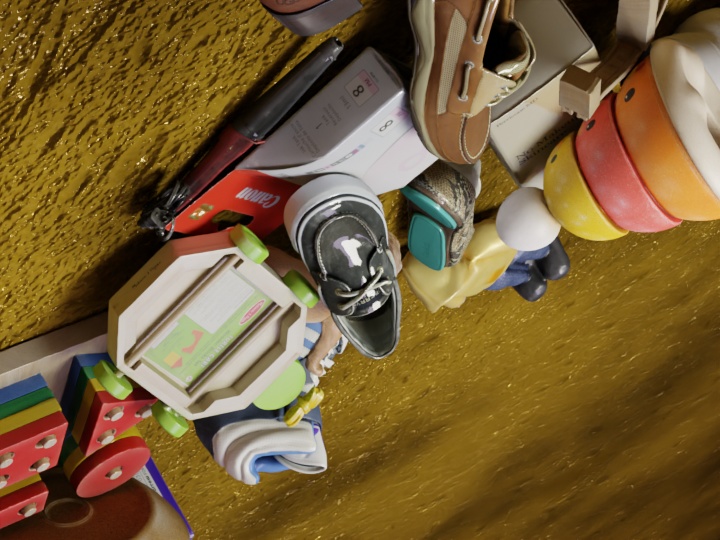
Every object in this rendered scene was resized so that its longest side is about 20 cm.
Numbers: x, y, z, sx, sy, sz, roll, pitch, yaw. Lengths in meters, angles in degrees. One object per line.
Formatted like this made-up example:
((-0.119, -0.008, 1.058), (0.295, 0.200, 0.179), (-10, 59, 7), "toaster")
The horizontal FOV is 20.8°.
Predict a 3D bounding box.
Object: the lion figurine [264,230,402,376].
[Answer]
((-0.052, 0.015, 1.546), (0.199, 0.072, 0.123), (4, 123, -54), "lion figurine")

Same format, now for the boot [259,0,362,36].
((-0.010, -0.237, 1.114), (0.187, 0.069, 0.200), (-29, 153, 8), "boot")

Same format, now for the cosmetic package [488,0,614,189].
((0.137, -0.133, 1.506), (0.105, 0.071, 0.200), (-37, 159, 5), "cosmetic package")

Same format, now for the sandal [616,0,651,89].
((0.234, -0.125, 1.548), (0.048, 0.076, 0.202), (-1, 126, 15), "sandal")

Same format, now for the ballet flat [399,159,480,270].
((0.070, -0.061, 1.598), (0.075, 0.068, 0.200), (-53, 167, -11), "ballet flat")

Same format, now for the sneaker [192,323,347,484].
((-0.045, 0.098, 1.637), (0.199, 0.147, 0.081), (-27, 158, -16), "sneaker")

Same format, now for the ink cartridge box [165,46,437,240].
((-0.025, -0.070, 1.427), (0.200, 0.057, 0.162), (-44, 162, 12), "ink cartridge box")

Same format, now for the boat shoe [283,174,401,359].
((0.000, 0.000, 1.449), (0.072, 0.071, 0.200), (-27, 149, 1), "boat shoe")

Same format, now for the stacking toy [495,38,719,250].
((0.188, -0.069, 1.480), (0.199, 0.147, 0.146), (-29, 162, 21), "stacking toy")

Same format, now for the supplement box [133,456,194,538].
((-0.263, 0.246, 1.706), (0.199, 0.102, 0.104), (-18, 156, -34), "supplement box")

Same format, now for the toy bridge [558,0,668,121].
((0.199, -0.186, 1.413), (0.201, 0.027, 0.067), (-57, 160, -25), "toy bridge")

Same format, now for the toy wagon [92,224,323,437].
((-0.102, 0.056, 1.471), (0.155, 0.040, 0.200), (-44, 134, 5), "toy wagon")

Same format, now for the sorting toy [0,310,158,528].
((-0.237, 0.126, 1.527), (0.198, 0.070, 0.200), (-22, 156, -29), "sorting toy")

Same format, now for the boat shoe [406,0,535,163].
((0.077, -0.143, 1.319), (0.201, 0.073, 0.076), (80, 32, -53), "boat shoe")

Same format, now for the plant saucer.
((-0.238, 0.209, 1.590), (0.199, 0.200, 0.036), (-18, 122, -35), "plant saucer")

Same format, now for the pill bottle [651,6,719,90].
((0.326, -0.170, 1.647), (0.199, 0.111, 0.111), (-17, 154, -38), "pill bottle")

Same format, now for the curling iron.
((-0.081, -0.087, 1.334), (0.200, 0.026, 0.050), (-41, -161, 20), "curling iron")

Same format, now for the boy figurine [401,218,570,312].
((0.111, -0.006, 1.762), (0.124, 0.065, 0.199), (-43, 161, 29), "boy figurine")
